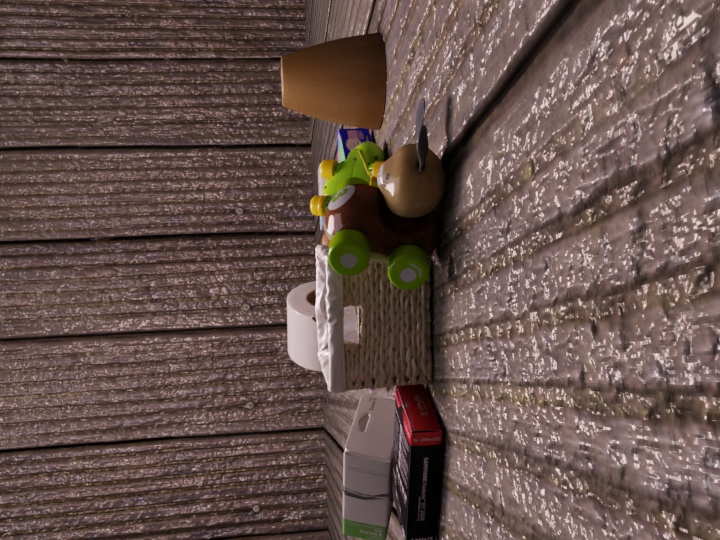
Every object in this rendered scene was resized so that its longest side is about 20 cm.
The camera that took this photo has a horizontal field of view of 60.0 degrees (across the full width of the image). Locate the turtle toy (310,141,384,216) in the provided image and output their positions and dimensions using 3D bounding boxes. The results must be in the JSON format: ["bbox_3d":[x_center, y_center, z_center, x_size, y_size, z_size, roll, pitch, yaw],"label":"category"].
[{"bbox_3d":[-0.003,-0.160,1.183,0.101,0.143,0.203,52,-132,-62],"label":"turtle toy"}]

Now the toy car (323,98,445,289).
[{"bbox_3d":[0.045,-0.111,0.800,0.165,0.155,0.202,-86,11,-53],"label":"toy car"}]

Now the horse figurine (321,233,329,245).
[{"bbox_3d":[-0.064,-0.023,1.407,0.133,0.049,0.203,108,162,-63],"label":"horse figurine"}]

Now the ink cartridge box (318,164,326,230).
[{"bbox_3d":[-0.101,-0.241,2.054,0.115,0.067,0.204,150,117,-81],"label":"ink cartridge box"}]

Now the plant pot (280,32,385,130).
[{"bbox_3d":[-0.060,-0.380,1.253,0.186,0.196,0.190,179,90,-81],"label":"plant pot"}]

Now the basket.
[{"bbox_3d":[0.014,0.063,0.962,0.200,0.158,0.202,-137,45,-80],"label":"basket"}]

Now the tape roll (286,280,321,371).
[{"bbox_3d":[-0.077,0.127,1.487,0.203,0.199,0.141,-109,18,-64],"label":"tape roll"}]

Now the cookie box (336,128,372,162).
[{"bbox_3d":[-0.010,-0.181,1.376,0.202,0.074,0.173,95,168,-46],"label":"cookie box"}]

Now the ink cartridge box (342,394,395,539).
[{"bbox_3d":[0.023,0.347,1.097,0.146,0.082,0.203,-67,-18,-57],"label":"ink cartridge box"}]

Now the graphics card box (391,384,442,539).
[{"bbox_3d":[0.081,0.287,0.926,0.126,0.050,0.203,-111,21,-69],"label":"graphics card box"}]

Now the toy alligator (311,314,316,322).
[{"bbox_3d":[-0.023,0.141,1.368,0.059,0.200,0.055,-14,39,55],"label":"toy alligator"}]
